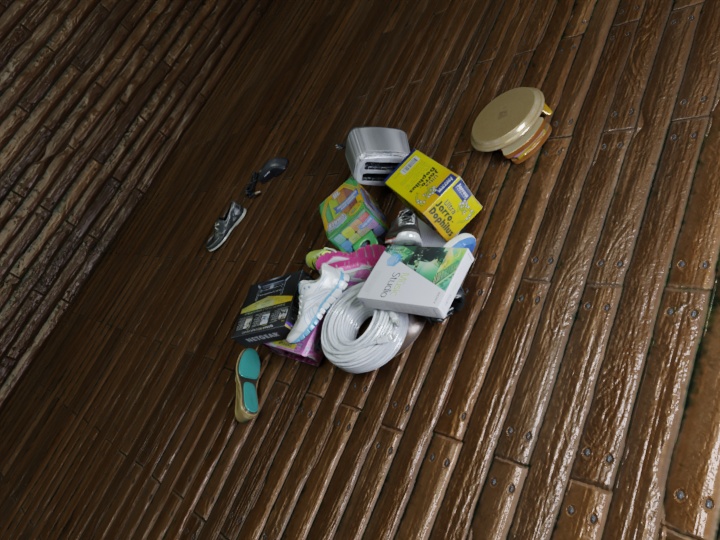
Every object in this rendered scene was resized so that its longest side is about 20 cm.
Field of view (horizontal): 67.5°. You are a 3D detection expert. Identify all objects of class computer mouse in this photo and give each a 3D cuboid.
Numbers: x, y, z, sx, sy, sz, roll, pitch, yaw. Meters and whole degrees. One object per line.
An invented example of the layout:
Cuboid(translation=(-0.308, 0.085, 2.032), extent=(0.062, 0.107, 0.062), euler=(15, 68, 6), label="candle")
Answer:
Cuboid(translation=(-0.353, -0.343, 1.959), extent=(0.199, 0.046, 0.141), euler=(-16, 47, 36), label="computer mouse")

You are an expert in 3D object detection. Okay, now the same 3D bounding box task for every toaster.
Cuboid(translation=(0.042, -0.298, 1.410), extent=(0.114, 0.198, 0.130), euler=(106, 158, -44), label="toaster")

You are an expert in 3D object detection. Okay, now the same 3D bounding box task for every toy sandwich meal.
Cuboid(translation=(0.343, -0.328, 1.220), extent=(0.204, 0.070, 0.206), euler=(-32, 36, 27), label="toy sandwich meal")

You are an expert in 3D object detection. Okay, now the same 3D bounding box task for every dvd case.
Cuboid(translation=(0.160, -0.100, 1.246), extent=(0.199, 0.018, 0.144), euler=(-3, 58, 45), label="dvd case")

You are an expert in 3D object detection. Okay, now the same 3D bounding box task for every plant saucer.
Cuboid(translation=(0.057, 0.097, 1.172), extent=(0.199, 0.032, 0.201), euler=(-28, 42, 28), label="plant saucer")

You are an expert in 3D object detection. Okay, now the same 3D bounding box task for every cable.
Cuboid(translation=(0.007, 0.115, 1.126), extent=(0.199, 0.069, 0.201), euler=(-33, 39, 23), label="cable")

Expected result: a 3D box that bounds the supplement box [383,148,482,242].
Cuboid(translation=(0.157, -0.172, 1.204), extent=(0.110, 0.109, 0.200), euler=(-46, 37, 4), label="supplement box")

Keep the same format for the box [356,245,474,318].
Cuboid(translation=(0.104, 0.016, 1.046), extent=(0.199, 0.036, 0.145), euler=(5, 53, 41), label="box")

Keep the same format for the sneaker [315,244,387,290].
Cuboid(translation=(0.000, 0.000, 1.258), extent=(0.198, 0.089, 0.082), euler=(-5, 41, 5), label="sneaker")

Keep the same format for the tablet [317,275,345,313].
Cuboid(translation=(-0.062, 0.062, 1.330), extent=(0.199, 0.014, 0.131), euler=(6, 57, 47), label="tablet")

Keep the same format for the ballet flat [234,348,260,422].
Cuboid(translation=(-0.290, 0.284, 1.340), extent=(0.063, 0.068, 0.201), euler=(-45, 34, 29), label="ballet flat")

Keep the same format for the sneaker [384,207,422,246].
Cuboid(translation=(0.091, -0.095, 1.157), extent=(0.200, 0.076, 0.083), euler=(-124, 40, -84), label="sneaker")

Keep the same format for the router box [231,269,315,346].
Cuboid(translation=(-0.214, 0.095, 1.321), extent=(0.199, 0.052, 0.158), euler=(-15, 47, 37), label="router box")

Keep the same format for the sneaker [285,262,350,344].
Cuboid(translation=(-0.114, 0.069, 1.194), extent=(0.201, 0.086, 0.075), euler=(-54, 12, -1), label="sneaker")

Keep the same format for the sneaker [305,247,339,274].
Cuboid(translation=(-0.082, -0.031, 1.375), extent=(0.075, 0.077, 0.199), euler=(-48, 33, -19), label="sneaker")

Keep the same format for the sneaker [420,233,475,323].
Cuboid(translation=(0.185, 0.020, 1.073), extent=(0.200, 0.077, 0.111), euler=(-43, 48, -10), label="sneaker")

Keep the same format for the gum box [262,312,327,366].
Cuboid(translation=(-0.147, 0.152, 1.302), extent=(0.199, 0.066, 0.114), euler=(5, 61, 48), label="gum box")

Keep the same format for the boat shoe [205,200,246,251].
Cuboid(translation=(-0.496, -0.160, 1.934), extent=(0.201, 0.068, 0.072), euler=(-53, 38, -1), label="boat shoe")

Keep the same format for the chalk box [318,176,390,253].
Cuboid(translation=(-0.010, -0.111, 1.342), extent=(0.124, 0.124, 0.201), euler=(-38, 38, 15), label="chalk box")
